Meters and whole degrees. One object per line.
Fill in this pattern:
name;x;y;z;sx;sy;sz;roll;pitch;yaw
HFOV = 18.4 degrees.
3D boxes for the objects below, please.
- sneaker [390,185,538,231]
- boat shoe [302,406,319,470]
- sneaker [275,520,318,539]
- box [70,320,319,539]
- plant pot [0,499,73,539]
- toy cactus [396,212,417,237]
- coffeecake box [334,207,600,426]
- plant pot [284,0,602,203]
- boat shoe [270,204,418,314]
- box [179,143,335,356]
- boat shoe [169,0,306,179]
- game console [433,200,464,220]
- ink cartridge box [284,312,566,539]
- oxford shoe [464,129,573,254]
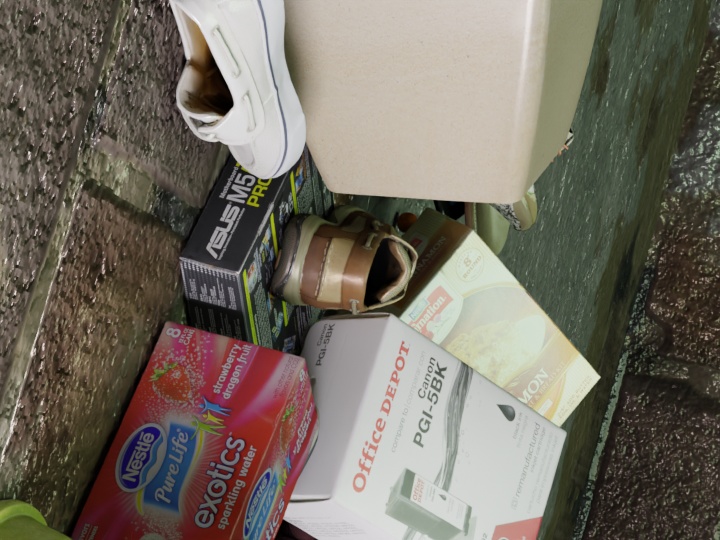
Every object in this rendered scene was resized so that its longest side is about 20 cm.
sneaker;0.057;-0.084;1.752;0.089;0.200;0.077;-52;-154;-8
boat shoe;-0.094;0.166;1.487;0.200;0.073;0.062;-51;149;-27
sneaker;-0.064;0.205;1.595;0.116;0.076;0.200;-53;178;-19
box;-0.107;0.146;1.399;0.096;0.099;0.201;80;29;-58
plant pot;-0.137;0.247;1.217;0.200;0.183;0.202;15;90;-75
toy cactus;0.035;0.030;1.902;0.166;0.102;0.200;-58;170;7
coffeecake box;0.078;0.075;1.804;0.154;0.073;0.200;-49;124;-9
plant pot;0.054;-0.151;1.467;0.200;0.199;0.178;-48;139;-61
boat shoe;0.000;0.000;1.540;0.200;0.073;0.076;-18;120;-74
box;-0.065;-0.003;1.531;0.201;0.044;0.161;84;25;-53
boat shoe;-0.082;-0.112;1.341;0.070;0.071;0.200;-39;156;-20
game console;0.111;-0.155;1.885;0.176;0.116;0.200;-48;176;21
ink cartridge box;0.040;0.138;1.586;0.200;0.083;0.148;34;64;-36
oxford shoe;0.135;-0.102;1.842;0.071;0.073;0.201;-20;123;-73
